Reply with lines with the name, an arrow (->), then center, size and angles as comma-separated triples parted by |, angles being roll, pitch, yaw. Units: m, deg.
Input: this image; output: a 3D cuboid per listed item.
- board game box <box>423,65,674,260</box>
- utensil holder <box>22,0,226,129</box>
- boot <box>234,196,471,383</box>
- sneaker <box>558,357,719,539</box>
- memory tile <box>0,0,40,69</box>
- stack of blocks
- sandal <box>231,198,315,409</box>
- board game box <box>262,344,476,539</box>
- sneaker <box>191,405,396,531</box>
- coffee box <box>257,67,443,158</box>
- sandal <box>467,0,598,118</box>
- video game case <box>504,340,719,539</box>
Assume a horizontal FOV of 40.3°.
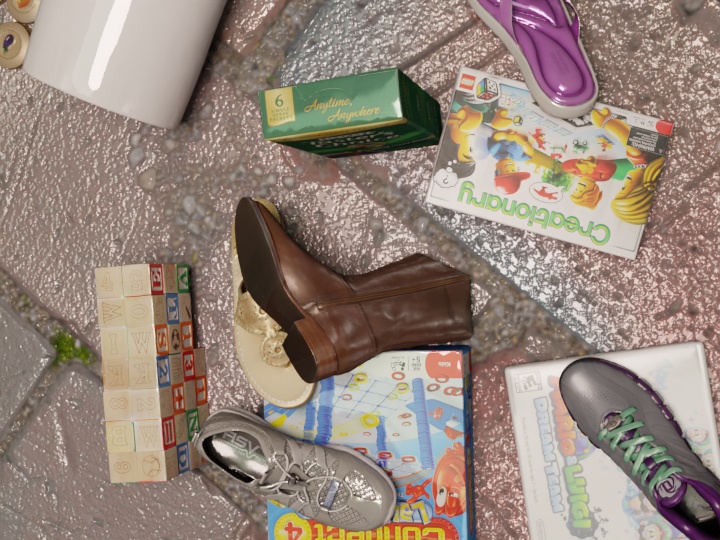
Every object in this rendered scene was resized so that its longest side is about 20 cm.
board game box -> 0.168, -0.097, 0.891 | 0.198, 0.035, 0.128 | 15, 95, 3
utensil holder -> -0.214, -0.257, 0.931 | 0.169, 0.170, 0.202 | 25, 99, 12
boot -> 0.000, 0.000, 0.898 | 0.064, 0.198, 0.188 | -46, 65, 52
sneaker -> 0.251, 0.155, 0.841 | 0.200, 0.087, 0.074 | 45, 100, 8
memory tile -> -0.375, -0.298, 1.044 | 0.198, 0.017, 0.155 | 24, 97, 12
stack of blocks -> -0.199, 0.095, 0.959 | 0.058, 0.115, 0.203 | -5, 89, 13
sandal -> -0.095, 0.021, 0.919 | 0.077, 0.070, 0.214 | -15, 67, 8
board game box -> 0.008, 0.173, 0.941 | 0.198, 0.056, 0.198 | -2, 90, 14
sneaker -> -0.065, 0.189, 0.887 | 0.198, 0.082, 0.076 | 18, 95, 13
coffee box -> -0.001, -0.132, 0.862 | 0.121, 0.200, 0.045 | -6, 90, 13
sandal -> 0.158, -0.229, 0.875 | 0.082, 0.050, 0.204 | -21, 69, -16
video game case -> 0.237, 0.176, 0.902 | 0.180, 0.024, 0.203 | -9, 89, 13
